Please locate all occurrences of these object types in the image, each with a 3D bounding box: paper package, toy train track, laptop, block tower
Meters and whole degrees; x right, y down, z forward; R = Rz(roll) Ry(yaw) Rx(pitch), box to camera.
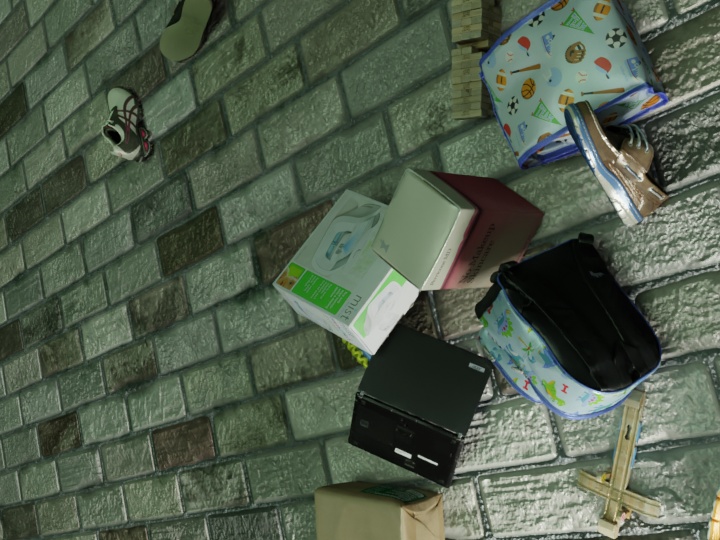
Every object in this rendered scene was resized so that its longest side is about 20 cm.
[{"bbox_3d":[0.028,0.442,1.298,0.200,0.103,0.191,-5,88,44],"label":"paper package"},{"bbox_3d":[0.334,0.251,1.054,0.114,0.032,0.201,16,101,41],"label":"toy train track"},{"bbox_3d":[0.088,0.206,1.249,0.177,0.103,0.200,21,133,15],"label":"laptop"},{"bbox_3d":[0.167,-0.317,1.175,0.054,0.058,0.201,2,91,43],"label":"block tower"}]

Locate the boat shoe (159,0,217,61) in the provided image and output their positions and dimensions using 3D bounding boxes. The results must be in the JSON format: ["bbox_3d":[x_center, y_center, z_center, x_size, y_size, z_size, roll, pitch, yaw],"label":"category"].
[{"bbox_3d":[-0.344,-0.500,1.641,0.201,0.074,0.063,-41,29,47],"label":"boat shoe"}]

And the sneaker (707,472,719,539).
[{"bbox_3d":[0.441,0.304,0.938,0.077,0.078,0.201,8,101,29],"label":"sneaker"}]

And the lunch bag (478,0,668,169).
[{"bbox_3d":[0.262,-0.245,1.045,0.200,0.124,0.171,-29,72,31],"label":"lunch bag"}]

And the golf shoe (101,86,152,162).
[{"bbox_3d":[-0.529,-0.331,1.800,0.077,0.088,0.200,-45,61,36],"label":"golf shoe"}]

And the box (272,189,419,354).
[{"bbox_3d":[0.000,0.000,1.254,0.176,0.097,0.200,26,72,40],"label":"box"}]

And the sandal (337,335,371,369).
[{"bbox_3d":[0.016,0.100,1.320,0.087,0.079,0.200,-43,69,6],"label":"sandal"}]

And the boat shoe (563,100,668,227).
[{"bbox_3d":[0.309,-0.139,0.977,0.072,0.200,0.072,-31,42,17],"label":"boat shoe"}]

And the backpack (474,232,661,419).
[{"bbox_3d":[0.261,0.085,1.024,0.200,0.183,0.147,55,148,25],"label":"backpack"}]

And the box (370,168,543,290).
[{"bbox_3d":[0.135,-0.054,1.115,0.109,0.200,0.128,41,118,35],"label":"box"}]
